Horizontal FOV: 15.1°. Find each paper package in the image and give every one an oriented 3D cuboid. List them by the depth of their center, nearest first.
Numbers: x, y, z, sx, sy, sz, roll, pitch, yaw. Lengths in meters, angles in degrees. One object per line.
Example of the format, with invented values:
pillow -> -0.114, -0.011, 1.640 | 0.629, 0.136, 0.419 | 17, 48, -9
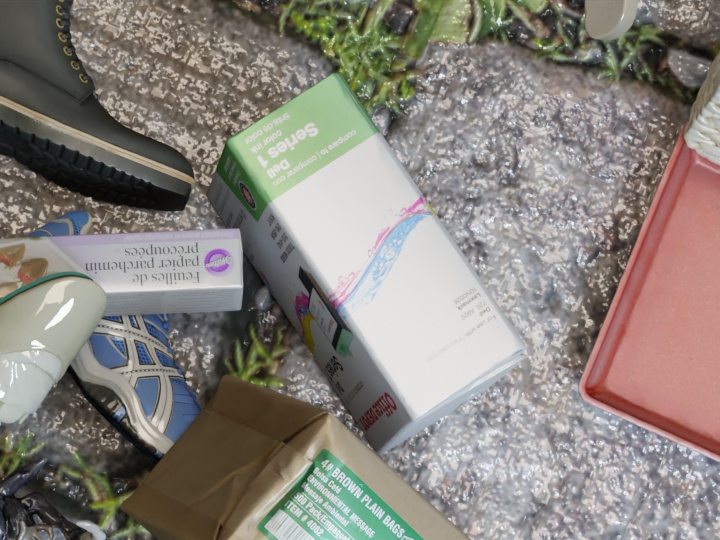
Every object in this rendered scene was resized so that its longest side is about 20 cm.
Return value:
paper package -> -0.012, 0.166, 1.537 | 0.200, 0.191, 0.104 | 43, 78, -19

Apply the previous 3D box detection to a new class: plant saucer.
plant saucer -> 0.257, 0.033, 1.715 | 0.200, 0.037, 0.200 | 24, 75, -2

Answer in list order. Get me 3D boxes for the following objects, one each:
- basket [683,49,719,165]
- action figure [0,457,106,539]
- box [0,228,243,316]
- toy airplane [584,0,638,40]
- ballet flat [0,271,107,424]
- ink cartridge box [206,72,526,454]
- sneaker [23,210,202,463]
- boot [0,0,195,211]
basket -> 0.333, -0.137, 1.680 | 0.198, 0.161, 0.200 | 28, 60, -1
action figure -> -0.191, 0.188, 1.580 | 0.119, 0.102, 0.200 | -44, 88, -3
box -> -0.169, 0.004, 1.591 | 0.200, 0.041, 0.039 | -3, 69, -4
toy airplane -> 0.164, -0.277, 1.717 | 0.200, 0.141, 0.199 | -44, 72, 18
ballet flat -> -0.223, 0.071, 1.576 | 0.200, 0.069, 0.070 | -30, 81, 26
ink cartridge box -> 0.000, 0.000, 1.627 | 0.084, 0.145, 0.200 | -33, 85, -13
sneaker -> -0.138, 0.049, 1.631 | 0.077, 0.076, 0.200 | -42, 88, -10
boot -> -0.177, -0.130, 1.669 | 0.200, 0.077, 0.139 | 23, 70, -4
